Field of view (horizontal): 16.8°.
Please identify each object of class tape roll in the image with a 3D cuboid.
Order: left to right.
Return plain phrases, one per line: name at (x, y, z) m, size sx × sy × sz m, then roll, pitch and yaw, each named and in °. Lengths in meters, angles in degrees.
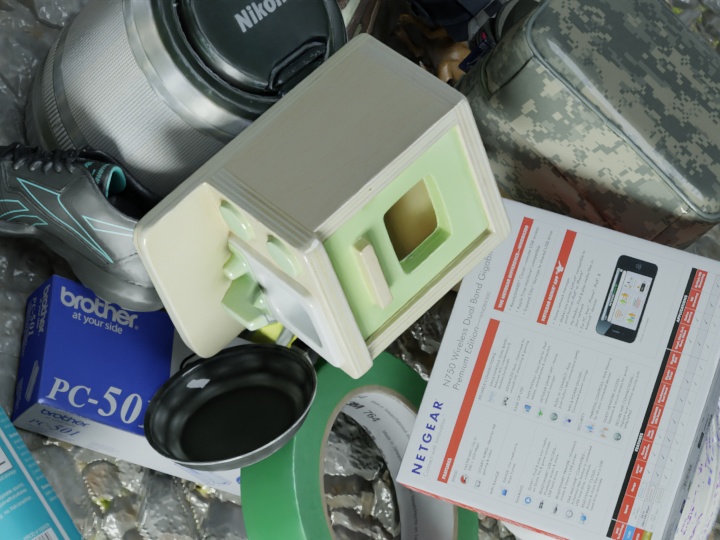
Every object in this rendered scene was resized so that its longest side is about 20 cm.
tape roll at (0.002, 0.153, 1.607) m, size 0.200 × 0.048 × 0.202 m, roll 25°, pitch 58°, yaw -46°

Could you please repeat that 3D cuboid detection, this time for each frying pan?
frying pan at (-0.066, 0.065, 1.557) m, size 0.190 × 0.114 × 0.031 m, roll -58°, pitch 140°, yaw -44°

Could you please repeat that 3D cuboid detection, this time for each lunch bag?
lunch bag at (0.158, -0.091, 1.666) m, size 0.200 × 0.168 × 0.139 m, roll 44°, pitch 48°, yaw -2°

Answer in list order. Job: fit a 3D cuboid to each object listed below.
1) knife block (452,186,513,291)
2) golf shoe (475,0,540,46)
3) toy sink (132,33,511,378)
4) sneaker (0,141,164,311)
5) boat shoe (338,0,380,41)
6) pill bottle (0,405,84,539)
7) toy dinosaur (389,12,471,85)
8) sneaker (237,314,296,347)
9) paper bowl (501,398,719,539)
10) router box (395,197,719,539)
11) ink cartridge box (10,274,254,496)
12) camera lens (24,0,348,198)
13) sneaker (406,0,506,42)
knife block at (0.105, -0.067, 1.783) m, size 0.199 × 0.064 × 0.177 m, roll 18°, pitch 76°, yaw -27°
golf shoe at (0.170, -0.125, 1.874) m, size 0.200 × 0.088 × 0.077 m, roll 54°, pitch 48°, yaw -3°
toy sink at (-0.019, -0.023, 1.504) m, size 0.200 × 0.131 × 0.112 m, roll -40°, pitch 49°, yaw -16°
sneaker at (-0.195, -0.054, 1.561) m, size 0.199 × 0.080 × 0.076 m, roll 27°, pitch 34°, yaw 0°
boat shoe at (-0.026, -0.130, 1.753) m, size 0.075 × 0.075 × 0.203 m, roll 39°, pitch 62°, yaw -21°
pill bottle at (-0.242, 0.136, 1.442) m, size 0.111 × 0.111 × 0.201 m, roll -30°, pitch 87°, yaw -40°
toy dinosaur at (0.071, -0.137, 1.826) m, size 0.106 × 0.060 × 0.201 m, roll -10°, pitch 75°, yaw -39°
sneaker at (0.000, 0.000, 1.640) m, size 0.077 × 0.199 × 0.076 m, roll 53°, pitch 24°, yaw -27°
paper bowl at (0.155, 0.117, 1.671) m, size 0.104 × 0.200 × 0.202 m, roll 2°, pitch 67°, yaw -31°
router box at (0.140, 0.072, 1.574) m, size 0.178 × 0.049 × 0.201 m, roll 18°, pitch 83°, yaw 17°
ink cartridge box at (-0.126, 0.081, 1.593) m, size 0.199 × 0.044 × 0.095 m, roll 20°, pitch 57°, yaw -27°
camera lens at (-0.115, -0.127, 1.599) m, size 0.159 × 0.200 × 0.161 m, roll 15°, pitch 61°, yaw -29°
sneaker at (0.045, -0.251, 1.827) m, size 0.146 × 0.077 × 0.203 m, roll 37°, pitch 16°, yaw -29°
